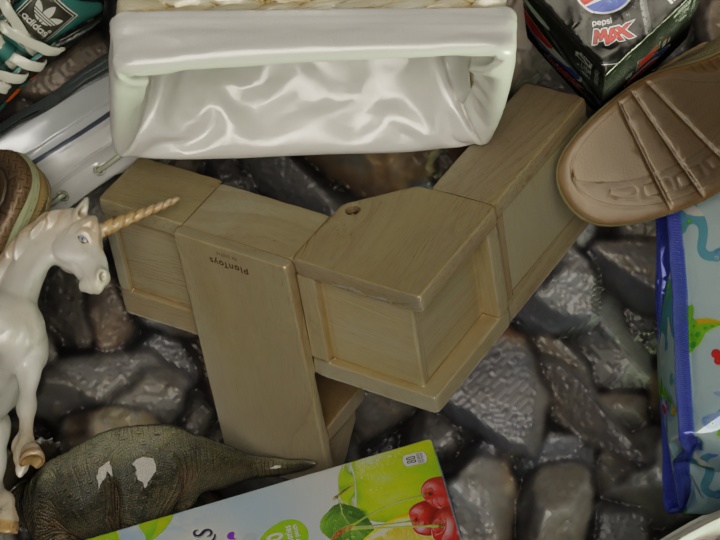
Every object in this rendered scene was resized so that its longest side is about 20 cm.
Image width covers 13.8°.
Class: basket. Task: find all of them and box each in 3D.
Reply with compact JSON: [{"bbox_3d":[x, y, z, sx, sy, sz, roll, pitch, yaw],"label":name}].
[{"bbox_3d":[-0.029,-0.136,1.497,0.199,0.136,0.124,-3,72,-5],"label":"basket"}]

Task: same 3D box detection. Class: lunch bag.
[{"bbox_3d":[0.241,0.024,1.575,0.169,0.128,0.201,0,62,0],"label":"lunch bag"}]

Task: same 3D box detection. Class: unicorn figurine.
[{"bbox_3d":[-0.180,0.053,1.516,0.074,0.138,0.200,27,130,-29],"label":"unicorn figurine"}]

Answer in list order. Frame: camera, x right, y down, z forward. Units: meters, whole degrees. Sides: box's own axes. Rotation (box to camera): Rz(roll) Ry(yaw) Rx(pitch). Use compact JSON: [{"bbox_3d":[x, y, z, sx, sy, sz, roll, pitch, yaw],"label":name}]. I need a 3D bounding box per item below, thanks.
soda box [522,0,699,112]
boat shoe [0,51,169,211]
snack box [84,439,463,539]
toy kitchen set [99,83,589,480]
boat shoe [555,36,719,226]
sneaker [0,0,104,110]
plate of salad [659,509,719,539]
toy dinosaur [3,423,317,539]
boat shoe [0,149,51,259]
[{"bbox_3d":[0.127,-0.132,1.530,0.071,0.200,0.063,-42,85,1],"label":"soda box"},{"bbox_3d":[-0.131,-0.077,1.608,0.199,0.074,0.067,-29,105,11],"label":"boat shoe"},{"bbox_3d":[-0.037,0.185,1.498,0.199,0.169,0.068,-18,127,0],"label":"snack box"},{"bbox_3d":[0.000,0.000,1.609,0.199,0.181,0.164,17,137,28],"label":"toy kitchen set"},{"bbox_3d":[0.185,-0.083,1.580,0.200,0.065,0.071,-31,92,-15],"label":"boat shoe"},{"bbox_3d":[-0.187,-0.131,1.567,0.071,0.080,0.200,40,75,-32],"label":"sneaker"},{"bbox_3d":[0.193,0.163,1.518,0.199,0.200,0.048,-26,67,1],"label":"plate of salad"},{"bbox_3d":[-0.126,0.121,1.584,0.199,0.077,0.103,-11,119,20],"label":"toy dinosaur"},{"bbox_3d":[-0.217,0.021,1.593,0.200,0.076,0.072,-50,46,22],"label":"boat shoe"}]
